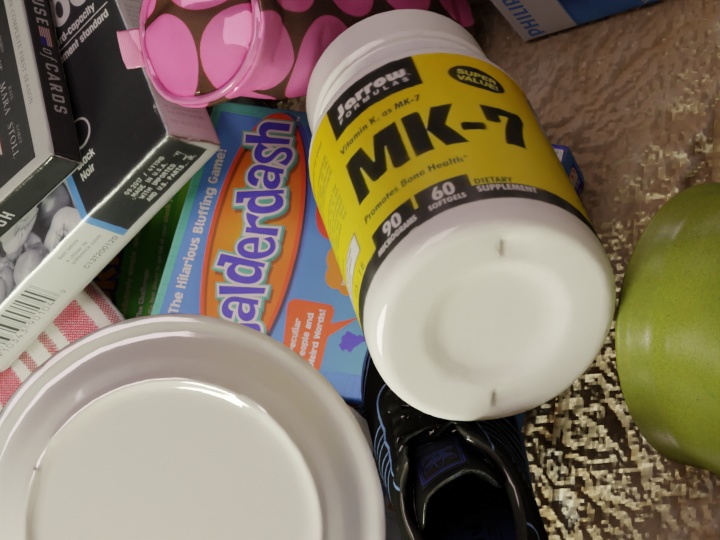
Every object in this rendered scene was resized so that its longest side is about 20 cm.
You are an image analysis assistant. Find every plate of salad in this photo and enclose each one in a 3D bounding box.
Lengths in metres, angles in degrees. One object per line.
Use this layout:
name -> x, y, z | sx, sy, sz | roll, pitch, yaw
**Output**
plate of salad -> -0.086, 0.121, 1.188 | 0.198, 0.048, 0.202 | 0, 88, 4

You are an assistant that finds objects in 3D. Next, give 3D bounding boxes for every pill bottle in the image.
pill bottle -> 0.038, -0.032, 1.169 | 0.114, 0.114, 0.200 | -36, 35, 11

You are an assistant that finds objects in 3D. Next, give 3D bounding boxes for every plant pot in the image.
plant pot -> 0.220, 0.031, 1.089 | 0.192, 0.200, 0.202 | 5, 69, 45

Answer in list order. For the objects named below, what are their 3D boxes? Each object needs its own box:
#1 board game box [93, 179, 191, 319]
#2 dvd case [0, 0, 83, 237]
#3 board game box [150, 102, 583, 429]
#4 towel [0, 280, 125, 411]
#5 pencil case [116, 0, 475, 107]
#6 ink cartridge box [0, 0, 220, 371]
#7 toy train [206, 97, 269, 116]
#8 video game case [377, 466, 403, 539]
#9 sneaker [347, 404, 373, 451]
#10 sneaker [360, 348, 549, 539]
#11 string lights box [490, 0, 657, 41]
board game box -> -0.092, -0.002, 1.380 | 0.199, 0.030, 0.096 | 13, 73, 32
dvd case -> -0.230, -0.068, 1.372 | 0.200, 0.025, 0.151 | -39, 53, 34
board game box -> 0.000, 0.000, 1.289 | 0.198, 0.045, 0.153 | 8, 71, 21
towel -> -0.209, 0.078, 1.394 | 0.200, 0.030, 0.146 | -53, 50, 9
pencil case -> -0.029, -0.122, 1.300 | 0.093, 0.199, 0.091 | -23, 76, 35
ink cartridge box -> -0.176, -0.082, 1.370 | 0.198, 0.043, 0.201 | -44, 50, 27
toy train -> -0.080, -0.145, 1.412 | 0.114, 0.085, 0.201 | 32, 88, 30
video game case -> -0.081, 0.155, 1.263 | 0.199, 0.022, 0.183 | 16, 56, 36
sneaker -> -0.089, 0.086, 1.270 | 0.198, 0.077, 0.081 | -9, 35, 14
sneaker -> 0.042, 0.086, 1.154 | 0.070, 0.078, 0.201 | -26, 49, 1
string lights box -> 0.161, -0.201, 1.308 | 0.199, 0.059, 0.103 | -15, 59, 24
